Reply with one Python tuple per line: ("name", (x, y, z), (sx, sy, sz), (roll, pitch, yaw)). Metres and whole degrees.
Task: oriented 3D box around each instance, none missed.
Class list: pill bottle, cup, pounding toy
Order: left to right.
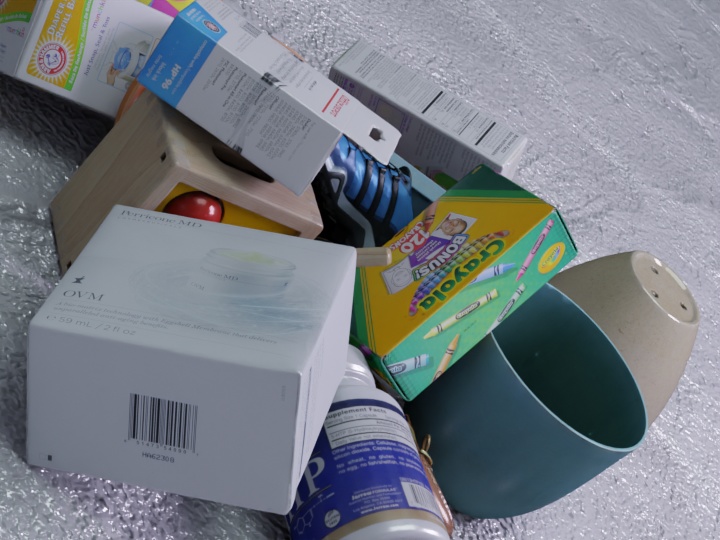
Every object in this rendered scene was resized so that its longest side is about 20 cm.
("pounding toy", (-0.115, -0.033, 1.541), (0.199, 0.184, 0.143), (22, 35, -36))
("pill bottle", (-0.010, 0.162, 1.496), (0.119, 0.120, 0.201), (20, 37, -39))
("cup", (0.275, 0.062, 1.990), (0.199, 0.143, 0.201), (32, 30, -22))

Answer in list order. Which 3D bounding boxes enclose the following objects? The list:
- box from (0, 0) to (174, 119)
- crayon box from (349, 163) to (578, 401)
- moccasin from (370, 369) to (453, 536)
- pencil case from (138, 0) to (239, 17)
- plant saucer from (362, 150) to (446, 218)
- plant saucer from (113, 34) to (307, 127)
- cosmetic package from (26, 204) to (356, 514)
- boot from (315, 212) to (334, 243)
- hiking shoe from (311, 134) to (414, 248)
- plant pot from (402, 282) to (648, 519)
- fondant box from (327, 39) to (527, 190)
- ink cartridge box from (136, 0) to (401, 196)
("box", (-0.225, -0.192, 1.649), (0.199, 0.102, 0.112), (21, 3, -38))
("crayon box", (0.073, 0.008, 1.608), (0.119, 0.200, 0.058), (36, -17, 52))
("moccasin", (0.021, 0.152, 1.612), (0.077, 0.074, 0.202), (-3, 44, -45))
("pencil case", (-0.176, -0.245, 1.856), (0.199, 0.088, 0.089), (37, 29, -12))
("plant saucer", (0.041, -0.065, 1.753), (0.200, 0.069, 0.019), (31, 49, -51))
("plant saucer", (-0.122, -0.114, 1.642), (0.199, 0.201, 0.032), (27, 9, -31))
("cosmetic package", (-0.121, 0.059, 1.390), (0.197, 0.124, 0.200), (10, 27, 7))
("boot", (0.000, 0.000, 1.785), (0.200, 0.077, 0.139), (39, 15, -30))
("hiking shoe", (-0.002, -0.080, 1.646), (0.074, 0.086, 0.201), (33, -25, 53))
("plant pot", (0.133, 0.128, 1.689), (0.200, 0.161, 0.201), (33, 30, -21))
("fondant box", (0.051, -0.115, 1.855), (0.199, 0.145, 0.058), (32, 47, 13))
("ink cartridge box", (-0.070, -0.131, 1.504), (0.199, 0.068, 0.116), (35, 19, -3))
